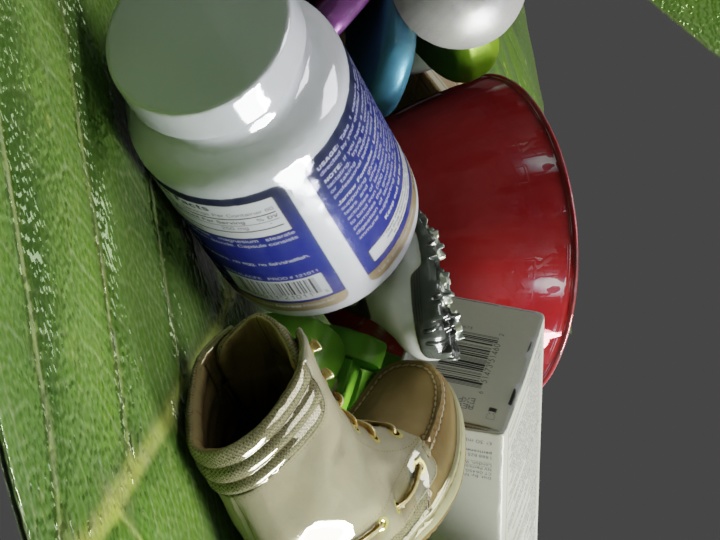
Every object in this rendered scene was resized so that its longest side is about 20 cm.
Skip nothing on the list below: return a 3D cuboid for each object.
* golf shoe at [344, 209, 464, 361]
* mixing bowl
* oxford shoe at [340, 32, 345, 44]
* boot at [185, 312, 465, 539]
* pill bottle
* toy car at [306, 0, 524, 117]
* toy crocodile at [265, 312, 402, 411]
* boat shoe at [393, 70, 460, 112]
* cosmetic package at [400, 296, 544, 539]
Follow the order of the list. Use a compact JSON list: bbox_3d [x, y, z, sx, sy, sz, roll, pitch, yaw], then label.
[{"bbox_3d":[0.000,0.000,1.543,0.200,0.088,0.078,-120,-165,-61],"label":"golf shoe"},{"bbox_3d":[0.036,-0.015,1.704,0.200,0.108,0.202,18,-70,62],"label":"mixing bowl"},{"bbox_3d":[-0.018,-0.160,1.802,0.073,0.084,0.201,-87,161,-65],"label":"oxford shoe"},{"bbox_3d":[-0.017,0.076,1.421,0.200,0.072,0.156,-60,136,-43],"label":"boot"},{"bbox_3d":[-0.049,-0.069,1.414,0.200,0.115,0.116,59,19,-58],"label":"pill bottle"},{"bbox_3d":[-0.009,-0.177,1.672,0.200,0.150,0.175,52,-15,-8],"label":"toy car"},{"bbox_3d":[-0.016,0.068,1.570,0.200,0.061,0.068,45,63,-74],"label":"toy crocodile"},{"bbox_3d":[0.039,-0.123,1.857,0.200,0.069,0.074,50,-44,41],"label":"boat shoe"},{"bbox_3d":[0.059,0.123,1.621,0.104,0.073,0.201,-66,163,-47],"label":"cosmetic package"}]
